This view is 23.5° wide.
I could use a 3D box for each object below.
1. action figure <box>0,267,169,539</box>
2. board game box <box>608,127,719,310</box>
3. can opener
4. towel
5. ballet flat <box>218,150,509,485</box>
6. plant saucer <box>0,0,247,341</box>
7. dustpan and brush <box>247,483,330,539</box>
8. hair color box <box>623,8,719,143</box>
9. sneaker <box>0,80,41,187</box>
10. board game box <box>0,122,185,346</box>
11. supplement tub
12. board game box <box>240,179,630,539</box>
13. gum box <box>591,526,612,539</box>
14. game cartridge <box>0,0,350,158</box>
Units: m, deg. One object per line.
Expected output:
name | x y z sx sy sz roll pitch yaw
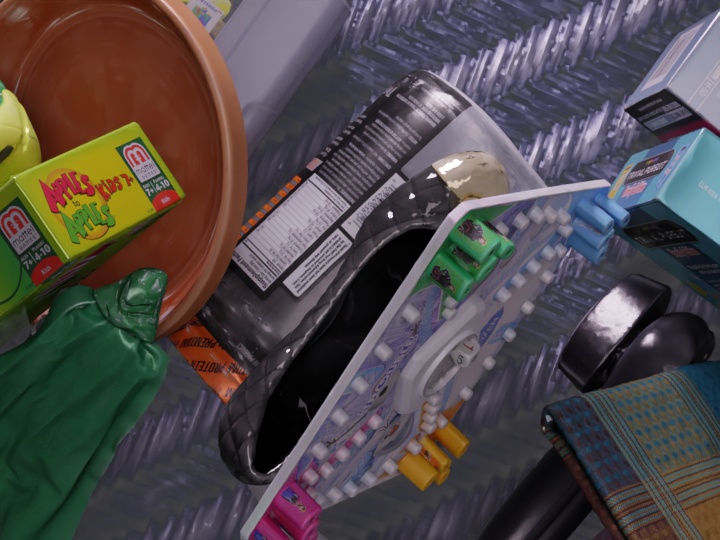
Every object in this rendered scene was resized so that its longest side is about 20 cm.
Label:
action figure | -0.153 0.063 0.897 0.118 0.055 0.200 39 128 -6
board game box | 0.232 0.006 0.930 0.199 0.151 0.047 36 86 -3
can opener | 0.130 0.098 0.967 0.078 0.063 0.201 26 76 40
towel | 0.180 0.115 0.867 0.022 0.199 0.147 -45 67 33
ballet flat | 0.008 0.027 0.840 0.066 0.057 0.200 40 89 -22
plant saucer | -0.136 -0.059 0.914 0.199 0.032 0.203 6 101 35
dustpan and brush | 0.000 0.178 0.951 0.139 0.057 0.201 -34 92 -35
hair color box | 0.249 -0.056 0.958 0.199 0.099 0.061 38 87 -3
sneaker | -0.255 -0.035 0.933 0.199 0.074 0.084 -31 53 14
board game box | -0.189 0.008 0.874 0.199 0.101 0.048 -35 90 34
supplement tub | 0.000 0.000 0.927 0.200 0.123 0.123 -44 92 -3
board game box | 0.044 0.047 0.865 0.026 0.200 0.201 40 112 18
gum box | 0.155 0.184 0.893 0.066 0.200 0.114 38 120 -4
game cartridge | -0.111 -0.165 0.966 0.199 0.041 0.134 36 83 -3
